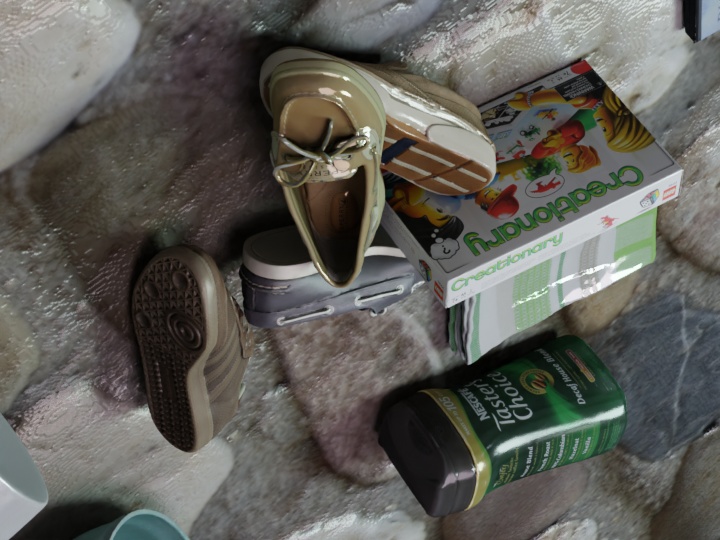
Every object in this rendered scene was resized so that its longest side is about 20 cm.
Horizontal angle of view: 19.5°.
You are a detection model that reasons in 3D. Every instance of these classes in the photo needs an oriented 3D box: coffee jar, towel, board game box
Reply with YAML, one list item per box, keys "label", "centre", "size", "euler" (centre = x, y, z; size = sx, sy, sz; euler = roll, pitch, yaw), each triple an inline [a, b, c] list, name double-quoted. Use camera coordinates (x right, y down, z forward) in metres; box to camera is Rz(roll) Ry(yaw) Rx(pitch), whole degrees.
- label: "coffee jar"
  centre: [0.119, 0.131, 1.767]
  size: [0.199, 0.104, 0.085]
  euler: [-20, 145, -26]
- label: "towel"
  centre: [0.161, -0.011, 1.698]
  size: [0.200, 0.031, 0.149]
  euler: [-26, 147, -17]
- label: "board game box"
  centre: [0.112, -0.064, 1.497]
  size: [0.200, 0.126, 0.035]
  euler: [-26, 146, -18]

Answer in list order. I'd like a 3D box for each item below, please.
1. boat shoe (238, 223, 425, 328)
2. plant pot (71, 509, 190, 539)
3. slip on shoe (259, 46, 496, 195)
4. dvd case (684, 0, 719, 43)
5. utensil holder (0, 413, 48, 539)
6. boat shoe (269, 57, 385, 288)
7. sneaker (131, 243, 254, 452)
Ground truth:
- label: "boat shoe"
  centre: [0.000, 0.000, 1.509]
  size: [0.199, 0.073, 0.063]
  euler: [-9, 122, -33]
- label: "plant pot"
  centre: [-0.203, 0.297, 1.615]
  size: [0.134, 0.201, 0.200]
  euler: [-17, 153, 19]
- label: "slip on shoe"
  centre: [0.013, -0.113, 1.411]
  size: [0.200, 0.061, 0.076]
  euler: [21, 147, -34]
- label: "dvd case"
  centre: [0.324, -0.263, 1.549]
  size: [0.200, 0.018, 0.143]
  euler: [-30, 147, -11]
- label: "utensil holder"
  centre: [-0.321, 0.151, 1.320]
  size: [0.200, 0.170, 0.170]
  euler: [-39, 147, 0]
- label: "boat shoe"
  centre: [-0.018, -0.064, 1.368]
  size: [0.073, 0.063, 0.200]
  euler: [-1, 148, 11]
- label: "sneaker"
  centre: [-0.114, 0.042, 1.490]
  size: [0.076, 0.070, 0.200]
  euler: [-43, 155, -35]
